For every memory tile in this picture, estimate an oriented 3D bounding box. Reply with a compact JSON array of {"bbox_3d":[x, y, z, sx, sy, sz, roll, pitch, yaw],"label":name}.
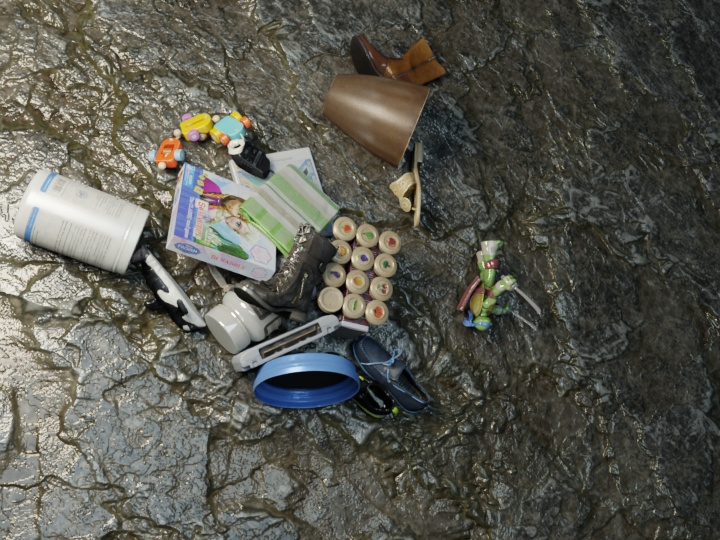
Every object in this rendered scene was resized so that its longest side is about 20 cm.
[{"bbox_3d":[0.000,0.000,1.396,0.153,0.017,0.201,17,71,-17],"label":"memory tile"}]

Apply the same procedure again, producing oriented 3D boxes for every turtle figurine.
[{"bbox_3d":[0.321,0.039,1.577,0.144,0.199,0.195,26,58,-52],"label":"turtle figurine"}]

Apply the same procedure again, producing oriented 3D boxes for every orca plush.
[{"bbox_3d":[-0.368,0.049,1.297,0.071,0.105,0.200,-34,134,-5],"label":"orca plush"}]

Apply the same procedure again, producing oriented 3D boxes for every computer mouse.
[{"bbox_3d":[-0.183,-0.194,1.462,0.200,0.034,0.059,35,41,-16],"label":"computer mouse"}]

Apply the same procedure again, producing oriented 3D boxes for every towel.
[{"bbox_3d":[-0.139,-0.118,1.402,0.149,0.031,0.200,43,42,-4],"label":"towel"}]

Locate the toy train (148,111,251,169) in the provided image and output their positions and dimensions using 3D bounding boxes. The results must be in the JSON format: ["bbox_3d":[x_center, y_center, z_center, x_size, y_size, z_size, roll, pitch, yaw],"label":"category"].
[{"bbox_3d":[-0.310,-0.248,1.405,0.199,0.056,0.151,-3,53,12],"label":"toy train"}]

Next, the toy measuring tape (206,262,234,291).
[{"bbox_3d":[-0.289,-0.056,1.371,0.073,0.074,0.200,-32,83,-26],"label":"toy measuring tape"}]

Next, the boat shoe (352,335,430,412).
[{"bbox_3d":[0.072,0.204,1.460,0.200,0.069,0.084,43,50,-13],"label":"boat shoe"}]

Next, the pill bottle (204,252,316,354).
[{"bbox_3d":[-0.192,0.064,1.364,0.200,0.114,0.114,-38,93,-27],"label":"pill bottle"}]

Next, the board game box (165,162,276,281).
[{"bbox_3d":[-0.254,-0.091,1.334,0.199,0.041,0.201,20,43,-26],"label":"board game box"}]

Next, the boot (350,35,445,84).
[{"bbox_3d":[0.091,-0.501,1.657,0.200,0.068,0.188,-40,93,-27],"label":"boot"}]

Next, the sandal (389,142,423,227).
[{"bbox_3d":[0.101,-0.194,1.591,0.069,0.078,0.213,5,67,-1],"label":"sandal"}]

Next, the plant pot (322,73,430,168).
[{"bbox_3d":[0.026,-0.348,1.545,0.199,0.187,0.187,22,68,0],"label":"plant pot"}]

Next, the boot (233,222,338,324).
[{"bbox_3d":[-0.131,-0.006,1.284,0.200,0.069,0.175,29,80,-53],"label":"boot"}]

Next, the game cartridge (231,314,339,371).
[{"bbox_3d":[-0.147,0.138,1.351,0.199,0.133,0.042,-23,93,-20],"label":"game cartridge"}]

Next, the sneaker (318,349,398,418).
[{"bbox_3d":[-0.004,0.223,1.420,0.200,0.083,0.072,37,65,-10],"label":"sneaker"}]

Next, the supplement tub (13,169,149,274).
[{"bbox_3d":[-0.496,-0.085,1.265,0.199,0.132,0.132,23,69,-17],"label":"supplement tub"}]

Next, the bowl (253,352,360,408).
[{"bbox_3d":[-0.101,0.207,1.323,0.200,0.201,0.040,8,58,-21],"label":"bowl"}]

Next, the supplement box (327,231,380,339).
[{"bbox_3d":[-0.016,0.032,1.451,0.061,0.109,0.201,13,73,-18],"label":"supplement box"}]

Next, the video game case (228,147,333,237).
[{"bbox_3d":[-0.163,-0.151,1.484,0.182,0.022,0.201,-14,83,-25],"label":"video game case"}]
